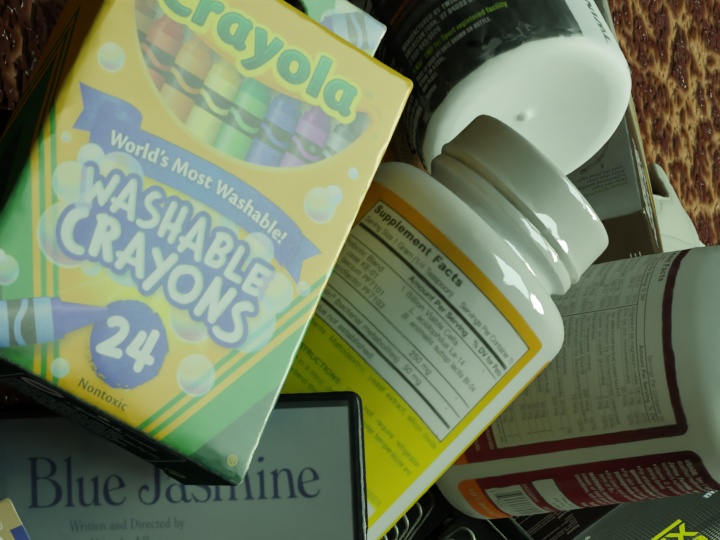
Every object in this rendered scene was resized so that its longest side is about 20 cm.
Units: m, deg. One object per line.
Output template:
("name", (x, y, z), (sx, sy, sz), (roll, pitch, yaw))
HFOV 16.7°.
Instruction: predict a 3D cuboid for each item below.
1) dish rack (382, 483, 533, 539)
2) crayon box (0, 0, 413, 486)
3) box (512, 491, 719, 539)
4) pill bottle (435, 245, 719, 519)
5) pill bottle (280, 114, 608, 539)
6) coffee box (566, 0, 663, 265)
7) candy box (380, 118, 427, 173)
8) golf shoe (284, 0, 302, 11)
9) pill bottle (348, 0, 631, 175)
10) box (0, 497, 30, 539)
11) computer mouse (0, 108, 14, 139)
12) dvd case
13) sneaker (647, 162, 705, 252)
("dish rack", (0.040, 0.165, 1.103), (0.153, 0.055, 0.200), (44, 19, 6))
("crayon box", (-0.065, -0.038, 0.902), (0.125, 0.051, 0.201), (30, 73, -23))
("box", (0.155, 0.125, 1.271), (0.160, 0.200, 0.044), (35, 19, -55))
("pill bottle", (0.132, 0.048, 1.114), (0.109, 0.199, 0.110), (32, 53, -56))
("pill bottle", (0.007, 0.033, 1.008), (0.200, 0.109, 0.109), (-45, 134, -7))
("coffee box", (0.109, -0.043, 1.267), (0.201, 0.079, 0.115), (-93, 165, -50))
("candy box", (0.000, 0.000, 1.153), (0.200, 0.055, 0.116), (-43, 121, -58))
("golf shoe", (-0.065, -0.052, 1.008), (0.078, 0.094, 0.202), (35, 55, -55))
("pill bottle", (0.045, -0.140, 1.167), (0.106, 0.106, 0.201), (39, 22, -52))
("box", (-0.120, 0.186, 0.848), (0.201, 0.032, 0.121), (63, 28, 4))
("computer mouse", (-0.152, -0.040, 0.891), (0.199, 0.034, 0.059), (19, 74, -52))
("dvd case", (-0.065, 0.148, 0.924), (0.018, 0.141, 0.202), (108, -21, -81))
("sneaker", (0.149, 0.004, 1.426), (0.092, 0.075, 0.200), (65, 25, -15))
